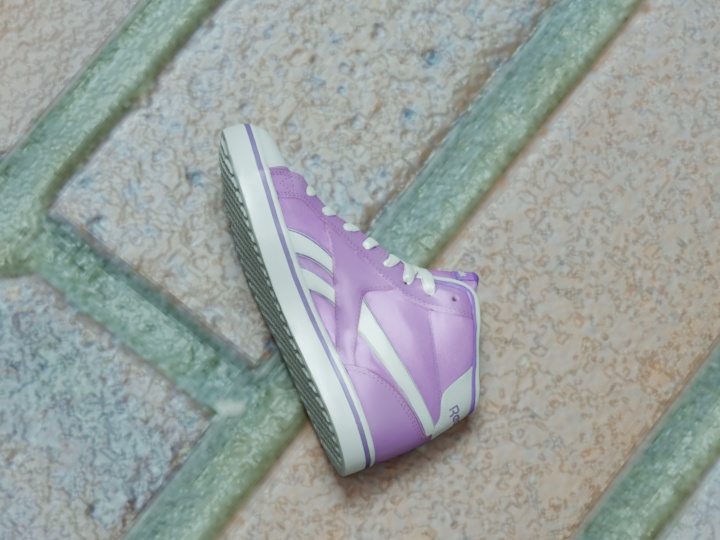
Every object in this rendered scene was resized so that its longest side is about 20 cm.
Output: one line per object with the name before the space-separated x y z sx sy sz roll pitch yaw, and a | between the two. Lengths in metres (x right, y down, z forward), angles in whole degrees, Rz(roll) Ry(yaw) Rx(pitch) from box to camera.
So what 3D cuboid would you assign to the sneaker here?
sneaker | 0.000 0.000 1.406 0.114 0.073 0.202 -23 86 -11
